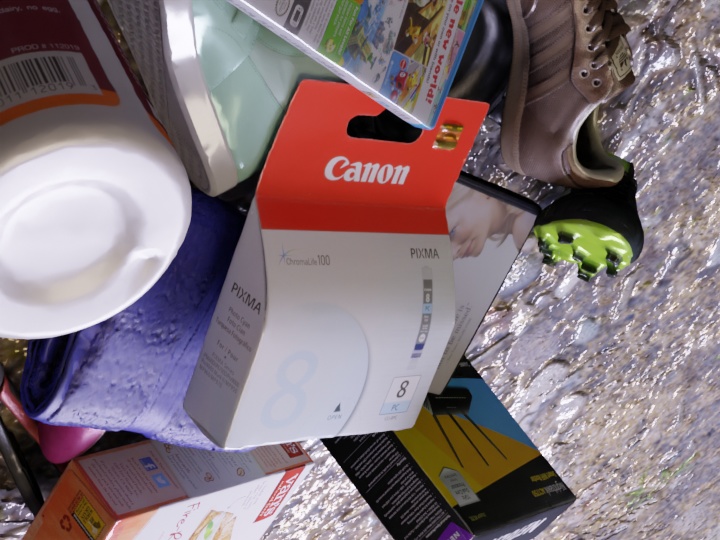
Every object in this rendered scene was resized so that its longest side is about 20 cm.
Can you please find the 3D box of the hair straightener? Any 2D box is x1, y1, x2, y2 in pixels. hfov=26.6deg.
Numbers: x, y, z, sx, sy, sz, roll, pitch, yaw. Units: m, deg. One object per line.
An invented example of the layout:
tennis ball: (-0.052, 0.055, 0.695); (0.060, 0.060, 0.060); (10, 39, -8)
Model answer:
hair straightener: (-0.230, 0.112, 0.948); (0.076, 0.041, 0.201); (-28, 148, -5)

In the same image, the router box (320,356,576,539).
router box: (0.055, 0.123, 1.035); (0.051, 0.150, 0.199); (-45, 161, 19)

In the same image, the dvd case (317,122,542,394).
dvd case: (0.022, 0.000, 0.927); (0.199, 0.018, 0.144); (17, 106, -50)

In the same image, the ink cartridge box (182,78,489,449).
ink cartridge box: (0.000, 0.000, 0.851); (0.159, 0.047, 0.202); (0, 119, -46)

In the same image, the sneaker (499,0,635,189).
sneaker: (0.127, -0.138, 0.872); (0.070, 0.075, 0.202); (-46, 146, -41)

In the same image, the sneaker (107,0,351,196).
sneaker: (-0.062, -0.146, 0.769); (0.118, 0.074, 0.202); (-35, 138, -20)

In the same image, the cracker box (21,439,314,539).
cracker box: (-0.137, 0.174, 1.034); (0.199, 0.058, 0.135); (-9, 140, -53)

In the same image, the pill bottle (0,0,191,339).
pill bottle: (-0.157, -0.079, 0.657); (0.113, 0.201, 0.115); (-19, 141, -16)

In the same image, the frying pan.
frying pan: (0.077, -0.121, 0.921); (0.189, 0.031, 0.116); (-6, 135, -44)

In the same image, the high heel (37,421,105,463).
high heel: (-0.182, 0.031, 0.877); (0.095, 0.067, 0.202); (-2, 121, -39)

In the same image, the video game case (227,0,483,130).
video game case: (0.003, -0.174, 0.763); (0.199, 0.018, 0.145); (27, 83, -49)

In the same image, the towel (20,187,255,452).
towel: (-0.097, 0.029, 0.879); (0.199, 0.049, 0.149); (21, 102, -54)

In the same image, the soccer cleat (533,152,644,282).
soccer cleat: (0.150, -0.040, 0.980); (0.200, 0.067, 0.082); (30, 82, -86)
